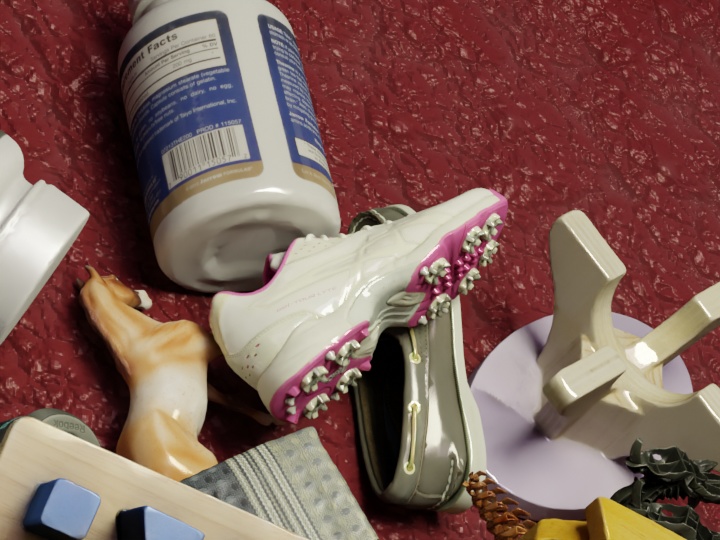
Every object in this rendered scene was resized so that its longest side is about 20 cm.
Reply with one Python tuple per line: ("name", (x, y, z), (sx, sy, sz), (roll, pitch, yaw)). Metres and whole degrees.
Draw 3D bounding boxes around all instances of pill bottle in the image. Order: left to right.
("pill bottle", (-0.253, -0.049, 1.133), (0.200, 0.114, 0.114), (35, 46, -5))
("pill bottle", (-0.085, -0.096, 1.276), (0.111, 0.111, 0.200), (4, 56, -30))

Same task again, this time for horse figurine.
("horse figurine", (-0.092, 0.088, 1.181), (0.132, 0.050, 0.200), (20, 47, -28))

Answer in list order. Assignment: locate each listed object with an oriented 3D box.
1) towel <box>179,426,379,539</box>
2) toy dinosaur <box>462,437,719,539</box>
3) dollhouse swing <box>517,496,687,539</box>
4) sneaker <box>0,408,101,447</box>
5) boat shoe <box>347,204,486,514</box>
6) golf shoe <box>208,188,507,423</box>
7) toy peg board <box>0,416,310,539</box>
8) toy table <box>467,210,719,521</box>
("towel", (-0.064, 0.199, 1.082), (0.192, 0.035, 0.200), (-23, 66, -15))
("toy dinosaur", (0.150, 0.176, 1.212), (0.200, 0.136, 0.102), (23, 29, -32))
("dollhouse swing", (0.123, 0.262, 1.086), (0.182, 0.200, 0.176), (29, 48, -12))
("sneaker", (-0.178, 0.167, 1.047), (0.075, 0.079, 0.200), (24, 72, -42))
("boat shoe", (0.021, 0.048, 1.267), (0.060, 0.072, 0.202), (6, 59, -35))
("golf shoe", (0.000, 0.000, 1.215), (0.092, 0.075, 0.200), (39, 57, 23))
("toy peg board", (-0.098, 0.193, 0.967), (0.200, 0.098, 0.199), (26, 75, -14))
("toy table", (0.156, 0.064, 1.311), (0.184, 0.117, 0.200), (45, 47, 4))
